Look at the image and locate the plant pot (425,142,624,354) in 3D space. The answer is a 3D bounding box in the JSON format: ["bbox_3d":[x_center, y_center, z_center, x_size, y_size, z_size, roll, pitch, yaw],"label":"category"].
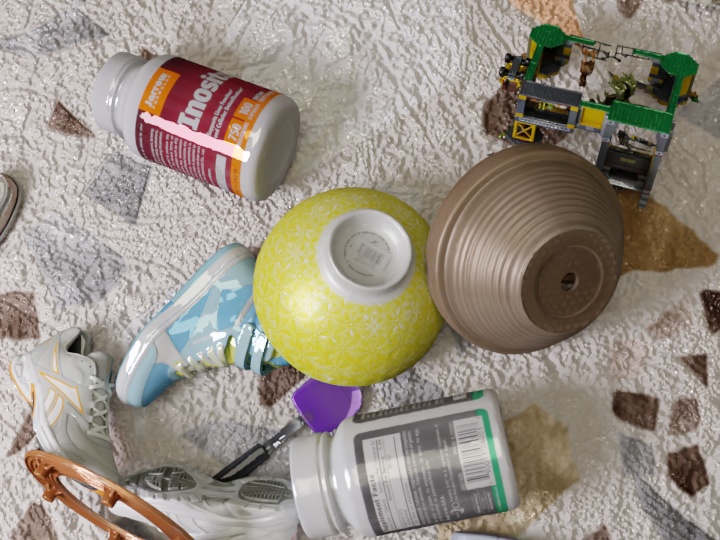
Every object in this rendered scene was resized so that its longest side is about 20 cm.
[{"bbox_3d":[0.165,-0.006,0.891,0.199,0.093,0.203,-7,112,-17],"label":"plant pot"}]

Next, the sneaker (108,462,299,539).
[{"bbox_3d":[-0.154,0.249,0.950,0.198,0.078,0.100,7,105,11],"label":"sneaker"}]

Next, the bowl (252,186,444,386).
[{"bbox_3d":[0.000,0.000,0.933,0.198,0.108,0.202,4,69,-10],"label":"bowl"}]

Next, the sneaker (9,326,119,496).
[{"bbox_3d":[-0.276,0.130,0.976,0.092,0.076,0.200,-39,55,-3],"label":"sneaker"}]

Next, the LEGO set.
[{"bbox_3d":[0.230,-0.147,0.977,0.198,0.116,0.155,10,51,7],"label":"LEGO set"}]

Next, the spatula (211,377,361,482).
[{"bbox_3d":[-0.085,0.171,0.985,0.200,0.021,0.057,-39,84,5],"label":"spatula"}]

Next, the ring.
[{"bbox_3d":[-0.229,0.230,0.912,0.199,0.201,0.019,22,60,13],"label":"ring"}]

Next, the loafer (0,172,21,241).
[{"bbox_3d":[-0.453,-0.030,1.066,0.072,0.063,0.200,43,88,15],"label":"loafer"}]

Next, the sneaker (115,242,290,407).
[{"bbox_3d":[-0.144,0.083,0.987,0.130,0.080,0.200,39,88,16],"label":"sneaker"}]

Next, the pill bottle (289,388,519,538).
[{"bbox_3d":[0.041,0.184,0.918,0.198,0.113,0.114,-12,77,7],"label":"pill bottle"}]

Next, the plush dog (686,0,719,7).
[{"bbox_3d":[0.307,-0.382,0.980,0.170,0.201,0.161,1,45,0],"label":"plush dog"}]

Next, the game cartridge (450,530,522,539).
[{"bbox_3d":[0.162,0.326,0.910,0.198,0.040,0.134,20,79,12],"label":"game cartridge"}]

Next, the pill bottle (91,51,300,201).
[{"bbox_3d":[-0.172,-0.155,1.021,0.198,0.113,0.114,21,82,12],"label":"pill bottle"}]
